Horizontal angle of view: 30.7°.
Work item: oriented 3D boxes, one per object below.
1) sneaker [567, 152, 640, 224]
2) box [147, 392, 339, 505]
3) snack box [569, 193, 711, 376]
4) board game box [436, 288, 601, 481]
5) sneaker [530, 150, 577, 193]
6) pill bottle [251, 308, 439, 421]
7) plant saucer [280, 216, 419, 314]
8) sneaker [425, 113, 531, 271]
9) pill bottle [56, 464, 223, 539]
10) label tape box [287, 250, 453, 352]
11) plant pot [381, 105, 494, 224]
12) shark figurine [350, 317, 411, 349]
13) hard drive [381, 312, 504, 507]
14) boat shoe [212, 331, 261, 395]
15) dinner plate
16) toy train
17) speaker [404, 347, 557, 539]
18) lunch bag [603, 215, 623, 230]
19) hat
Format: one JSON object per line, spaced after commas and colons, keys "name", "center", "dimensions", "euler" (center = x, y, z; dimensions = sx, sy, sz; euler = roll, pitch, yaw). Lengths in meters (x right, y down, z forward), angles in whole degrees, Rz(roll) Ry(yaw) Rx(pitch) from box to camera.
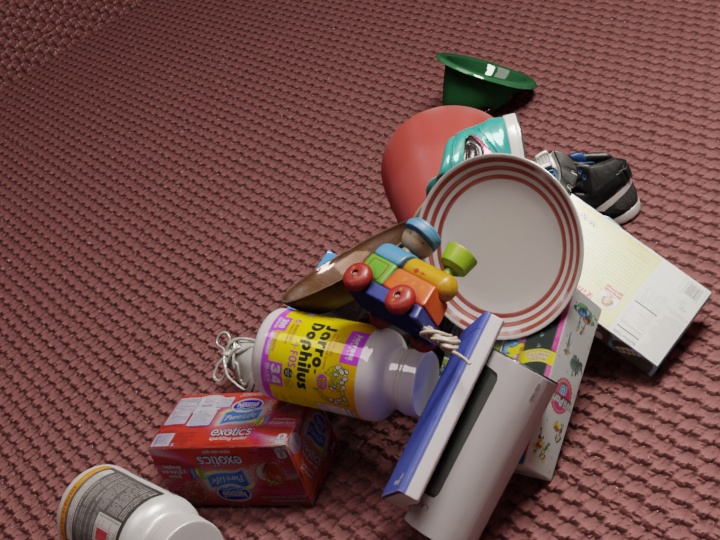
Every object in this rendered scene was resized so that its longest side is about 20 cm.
{"name": "sneaker", "center": [0.266, -0.092, 1.732], "dimensions": [0.198, 0.113, 0.073], "euler": [-26, 29, -4]}
{"name": "box", "center": [-0.137, 0.211, 1.556], "dimensions": [0.198, 0.096, 0.100], "euler": [-6, 33, 28]}
{"name": "snack box", "center": [0.286, 0.015, 1.500], "dimensions": [0.199, 0.037, 0.116], "euler": [37, 70, 15]}
{"name": "board game box", "center": [0.164, 0.115, 1.443], "dimensions": [0.146, 0.064, 0.202], "euler": [6, 72, 41]}
{"name": "sneaker", "center": [0.177, -0.055, 1.563], "dimensions": [0.199, 0.075, 0.087], "euler": [-40, -8, -3]}
{"name": "pill bottle", "center": [-0.016, 0.108, 1.465], "dimensions": [0.198, 0.105, 0.105], "euler": [9, 42, 25]}
{"name": "plant saucer", "center": [0.000, 0.000, 1.537], "dimensions": [0.199, 0.037, 0.200], "euler": [-30, 9, 5]}
{"name": "sneaker", "center": [0.135, -0.077, 1.484], "dimensions": [0.119, 0.084, 0.203], "euler": [-9, 68, 5]}
{"name": "pill bottle", "center": [-0.247, 0.298, 1.476], "dimensions": [0.199, 0.117, 0.116], "euler": [14, 46, 47]}
{"name": "label tape box", "center": [0.016, 0.039, 1.668], "dimensions": [0.198, 0.067, 0.144], "euler": [25, 48, 13]}
{"name": "plant pot", "center": [0.127, -0.093, 1.746], "dimensions": [0.198, 0.202, 0.178], "euler": [-18, 31, 10]}
{"name": "shark figurine", "center": [0.066, 0.034, 1.578], "dimensions": [0.127, 0.090, 0.214], "euler": [32, 54, 20]}
{"name": "hard drive", "center": [0.084, 0.147, 1.359], "dimensions": [0.202, 0.025, 0.132], "euler": [-63, 0, -14]}
{"name": "boat shoe", "center": [-0.148, 0.113, 1.656], "dimensions": [0.075, 0.085, 0.202], "euler": [-62, 7, 3]}
{"name": "dinner plate", "center": [0.151, -0.026, 1.424], "dimensions": [0.198, 0.203, 0.024], "euler": [-6, 2, 28]}
{"name": "toy train", "center": [0.082, 0.021, 1.370], "dimensions": [0.116, 0.085, 0.199], "euler": [-49, 44, -14]}
{"name": "speaker", "center": [0.123, 0.186, 1.339], "dimensions": [0.081, 0.081, 0.202], "euler": [29, 92, 54]}
{"name": "lunch bag", "center": [0.238, 0.007, 1.591], "dimensions": [0.169, 0.123, 0.200], "euler": [-33, 37, -15]}
{"name": "hat", "center": [0.172, -0.248, 2.140], "dimensions": [0.198, 0.178, 0.166], "euler": [8, 19, -22]}
